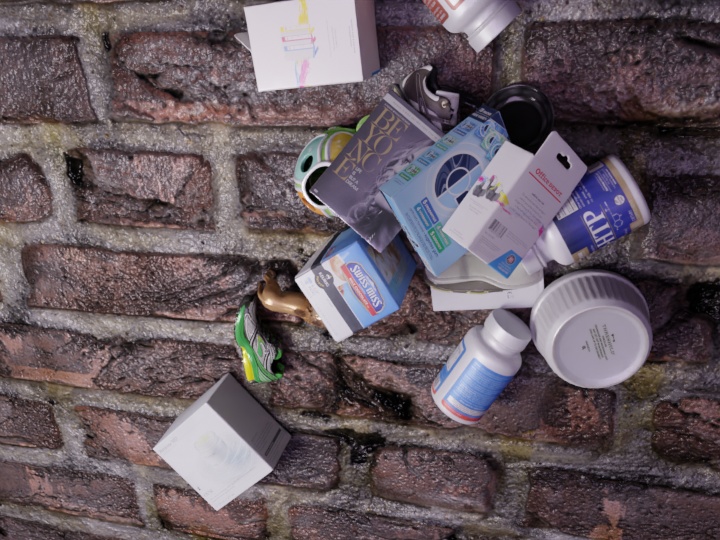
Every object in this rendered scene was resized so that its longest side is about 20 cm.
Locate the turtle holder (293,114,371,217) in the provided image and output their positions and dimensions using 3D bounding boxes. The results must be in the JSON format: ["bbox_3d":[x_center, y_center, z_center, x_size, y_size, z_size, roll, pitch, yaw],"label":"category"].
[{"bbox_3d":[-0.027,-0.166,1.054,0.183,0.132,0.142,-17,107,21],"label":"turtle holder"}]

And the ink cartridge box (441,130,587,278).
[{"bbox_3d":[0.227,-0.104,0.926,0.115,0.068,0.201,30,100,-40],"label":"ink cartridge box"}]

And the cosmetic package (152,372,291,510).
[{"bbox_3d":[-0.296,0.368,1.358,0.199,0.123,0.200,-40,97,25],"label":"cosmetic package"}]

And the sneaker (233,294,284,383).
[{"bbox_3d":[-0.199,0.135,1.267,0.084,0.078,0.202,-4,120,9],"label":"sneaker"}]

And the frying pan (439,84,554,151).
[{"bbox_3d":[0.209,-0.237,1.000,0.187,0.031,0.117,4,79,19],"label":"frying pan"}]

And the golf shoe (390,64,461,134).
[{"bbox_3d":[0.126,-0.228,0.990,0.094,0.078,0.201,-34,84,32],"label":"golf shoe"}]

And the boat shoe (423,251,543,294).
[{"bbox_3d":[0.206,0.004,1.076,0.199,0.073,0.060,2,158,-1],"label":"boat shoe"}]

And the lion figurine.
[{"bbox_3d":[-0.123,0.057,1.179,0.197,0.123,0.073,3,114,14],"label":"lion figurine"}]

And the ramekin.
[{"bbox_3d":[0.393,0.107,1.068,0.199,0.095,0.205,3,116,6],"label":"ramekin"}]

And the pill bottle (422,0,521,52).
[{"bbox_3d":[0.138,-0.423,0.914,0.112,0.112,0.200,-38,99,25],"label":"pill bottle"}]

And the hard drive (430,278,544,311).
[{"bbox_3d":[0.222,0.005,1.121,0.197,0.026,0.134,-3,112,16],"label":"hard drive"}]

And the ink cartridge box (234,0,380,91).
[{"bbox_3d":[-0.082,-0.358,0.989,0.197,0.129,0.127,-1,112,16],"label":"ink cartridge box"}]

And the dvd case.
[{"bbox_3d":[0.039,-0.151,0.965,0.148,0.016,0.201,40,93,5],"label":"dvd case"}]

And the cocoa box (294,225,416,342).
[{"bbox_3d":[0.000,0.000,1.079,0.130,0.200,0.134,-28,103,22],"label":"cocoa box"}]

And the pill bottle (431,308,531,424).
[{"bbox_3d":[0.221,0.171,1.143,0.111,0.112,0.201,30,118,0],"label":"pill bottle"}]

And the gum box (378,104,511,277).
[{"bbox_3d":[0.148,-0.116,0.948,0.199,0.045,0.171,-39,127,-5],"label":"gum box"}]

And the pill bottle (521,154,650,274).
[{"bbox_3d":[0.333,-0.080,0.991,0.199,0.120,0.120,-31,103,16],"label":"pill bottle"}]
